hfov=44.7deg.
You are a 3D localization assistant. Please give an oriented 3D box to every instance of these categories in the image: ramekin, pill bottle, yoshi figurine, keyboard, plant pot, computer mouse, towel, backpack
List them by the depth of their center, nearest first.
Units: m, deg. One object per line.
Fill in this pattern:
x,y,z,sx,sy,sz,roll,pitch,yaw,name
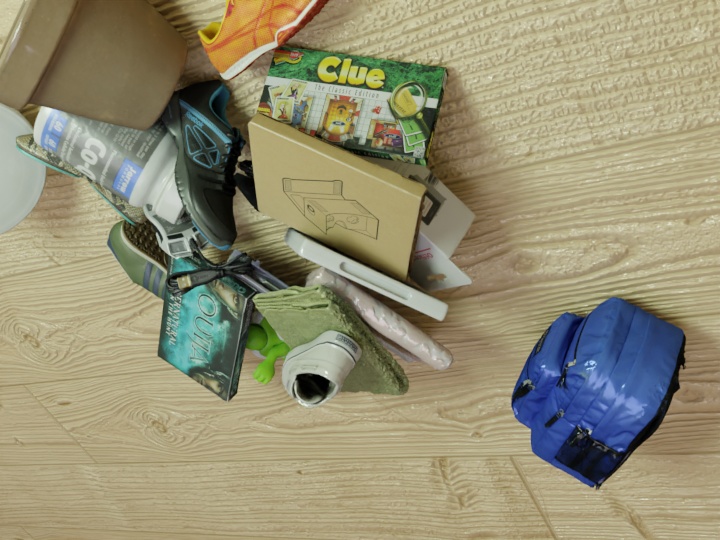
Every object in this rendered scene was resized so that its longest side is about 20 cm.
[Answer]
-0.290,-0.241,0.958,0.172,0.204,0.199,26,142,-27,plant pot
0.283,0.135,1.047,0.165,0.164,0.202,27,140,3,backpack
-0.081,-0.084,1.059,0.197,0.021,0.128,23,161,33,keyboard
-0.289,-0.152,1.082,0.198,0.115,0.114,33,138,-7,pill bottle
-0.034,0.089,1.100,0.146,0.037,0.201,-3,136,45,towel
-0.220,-0.041,1.127,0.201,0.108,0.044,53,159,42,computer mouse
0.014,0.064,1.138,0.198,0.033,0.191,33,171,-7,towel
-0.526,-0.148,1.156,0.094,0.200,0.205,40,155,45,ramekin
-0.121,0.127,1.293,0.197,0.114,0.112,25,155,-3,yoshi figurine

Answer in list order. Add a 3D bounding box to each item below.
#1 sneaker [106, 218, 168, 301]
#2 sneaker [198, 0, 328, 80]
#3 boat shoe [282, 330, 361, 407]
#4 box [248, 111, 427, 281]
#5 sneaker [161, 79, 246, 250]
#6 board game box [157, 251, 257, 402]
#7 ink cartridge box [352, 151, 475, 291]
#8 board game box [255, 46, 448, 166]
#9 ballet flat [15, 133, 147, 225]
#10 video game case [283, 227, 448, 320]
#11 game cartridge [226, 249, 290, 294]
-0.290,0.003,1.281,0.089,0.068,0.201,-15,124,46,sneaker
-0.100,-0.268,0.906,0.198,0.073,0.078,-23,110,37,sneaker
-0.059,0.137,1.090,0.071,0.066,0.199,36,150,-12,boat shoe
-0.027,-0.075,0.945,0.197,0.021,0.165,25,151,11,box
-0.171,-0.126,1.008,0.080,0.204,0.073,-19,169,9,sneaker
-0.216,0.075,1.216,0.134,0.028,0.203,29,130,17,board game box
0.049,-0.068,1.007,0.199,0.067,0.115,41,159,-17,ink cartridge box
-0.013,-0.177,0.930,0.195,0.107,0.024,10,164,17,board game box
-0.352,-0.141,1.160,0.199,0.068,0.076,35,99,-27,ballet flat
0.000,0.000,1.046,0.179,0.024,0.200,25,-178,-12,video game case
-0.098,0.041,1.195,0.198,0.039,0.130,35,174,-7,game cartridge
